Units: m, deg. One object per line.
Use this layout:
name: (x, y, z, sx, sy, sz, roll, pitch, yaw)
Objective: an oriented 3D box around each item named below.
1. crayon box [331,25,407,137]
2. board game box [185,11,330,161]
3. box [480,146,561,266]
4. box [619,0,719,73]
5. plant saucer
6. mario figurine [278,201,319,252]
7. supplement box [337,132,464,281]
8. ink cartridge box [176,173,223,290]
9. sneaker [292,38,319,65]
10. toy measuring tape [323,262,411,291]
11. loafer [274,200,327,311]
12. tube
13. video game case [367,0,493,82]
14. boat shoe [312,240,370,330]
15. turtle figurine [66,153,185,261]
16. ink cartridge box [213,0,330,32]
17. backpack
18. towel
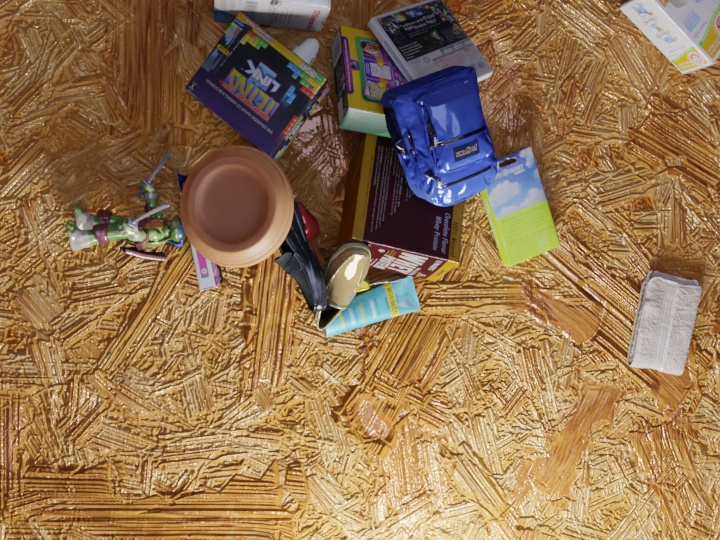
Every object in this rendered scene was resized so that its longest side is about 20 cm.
crayon box: (0.041, -0.332, 1.349, 0.168, 0.059, 0.204, 7, 56, -20)
board game box: (-0.177, -0.317, 1.308, 0.199, 0.057, 0.167, 37, 90, 7)
box: (0.307, -0.125, 1.479, 0.119, 0.048, 0.205, -20, 96, -11)
box: (0.638, -0.509, 1.503, 0.199, 0.101, 0.113, 41, 85, -10)
plant saucer: (-0.209, -0.108, 1.250, 0.194, 0.037, 0.206, 0, 88, 7)
mario figurine: (-0.165, -0.054, 1.362, 0.196, 0.105, 0.127, -14, 92, -27)
supplement box: (0.075, -0.109, 1.362, 0.195, 0.133, 0.202, 12, 72, -12)
ink cartridge box: (-0.283, -0.071, 1.334, 0.036, 0.095, 0.205, -12, 95, -1)
sneaker: (-0.151, -0.350, 1.365, 0.080, 0.076, 0.201, 38, 83, -1)
toy measuring tape: (0.000, 0.000, 1.408, 0.195, 0.074, 0.076, -13, 95, -8)
loafer: (-0.115, -0.022, 1.291, 0.069, 0.068, 0.205, -21, 90, -27)
tube: (0.017, 0.070, 1.433, 0.196, 0.050, 0.079, -19, 107, -15)
video game case: (0.131, -0.404, 1.376, 0.198, 0.023, 0.184, -30, 82, -37)
boat shoe: (-0.033, 0.034, 1.307, 0.070, 0.201, 0.077, 14, 49, -13)
turtle figurine: (-0.399, -0.107, 1.286, 0.188, 0.201, 0.147, -6, 63, -6)
ink cartridge box: (-0.157, -0.486, 1.317, 0.194, 0.146, 0.088, 1, 90, -12)
backpack: (0.134, -0.208, 1.227, 0.159, 0.168, 0.204, -19, 110, -5)
towel: (0.633, 0.110, 1.565, 0.129, 0.034, 0.206, 11, 90, -11)
